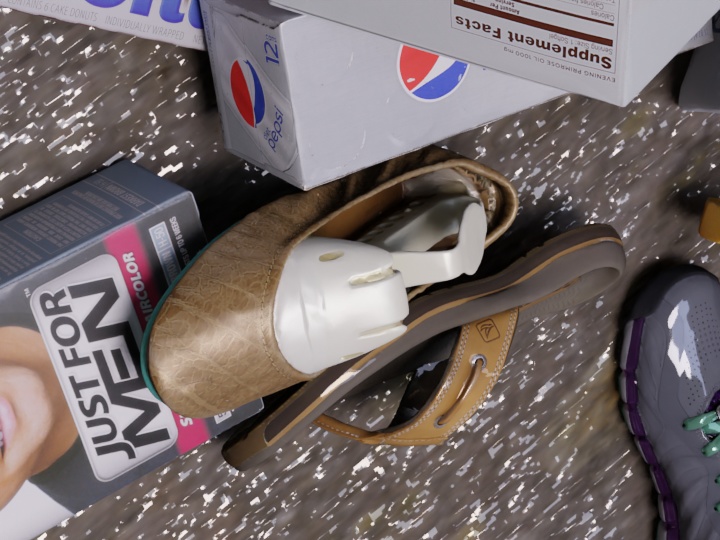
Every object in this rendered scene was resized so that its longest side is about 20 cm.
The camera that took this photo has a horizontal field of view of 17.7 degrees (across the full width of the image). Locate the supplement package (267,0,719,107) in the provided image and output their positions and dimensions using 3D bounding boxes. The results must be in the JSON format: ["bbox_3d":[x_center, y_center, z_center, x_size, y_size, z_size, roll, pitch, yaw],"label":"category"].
[{"bbox_3d":[0.072,-0.201,0.795,0.191,0.147,0.200,-45,144,-44],"label":"supplement package"}]

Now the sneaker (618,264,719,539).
[{"bbox_3d":[0.176,0.094,1.053,0.074,0.087,0.200,-24,117,-24],"label":"sneaker"}]

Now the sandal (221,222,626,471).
[{"bbox_3d":[0.036,0.040,0.950,0.200,0.082,0.055,-23,80,-32],"label":"sandal"}]

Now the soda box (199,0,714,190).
[{"bbox_3d":[0.041,-0.099,0.892,0.200,0.063,0.068,-22,118,-26],"label":"soda box"}]

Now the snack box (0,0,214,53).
[{"bbox_3d":[-0.050,-0.119,0.882,0.200,0.024,0.072,9,101,-34],"label":"snack box"}]

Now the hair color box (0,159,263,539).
[{"bbox_3d":[-0.144,0.049,0.854,0.200,0.061,0.099,-28,118,-21],"label":"hair color box"}]

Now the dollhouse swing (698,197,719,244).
[{"bbox_3d":[0.251,0.062,1.020,0.176,0.200,0.182,-8,109,-31],"label":"dollhouse swing"}]

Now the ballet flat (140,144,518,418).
[{"bbox_3d":[0.000,0.000,0.876,0.200,0.072,0.068,-31,119,-52],"label":"ballet flat"}]

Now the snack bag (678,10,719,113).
[{"bbox_3d":[0.187,-0.149,0.929,0.021,0.200,0.189,20,94,-6],"label":"snack bag"}]
